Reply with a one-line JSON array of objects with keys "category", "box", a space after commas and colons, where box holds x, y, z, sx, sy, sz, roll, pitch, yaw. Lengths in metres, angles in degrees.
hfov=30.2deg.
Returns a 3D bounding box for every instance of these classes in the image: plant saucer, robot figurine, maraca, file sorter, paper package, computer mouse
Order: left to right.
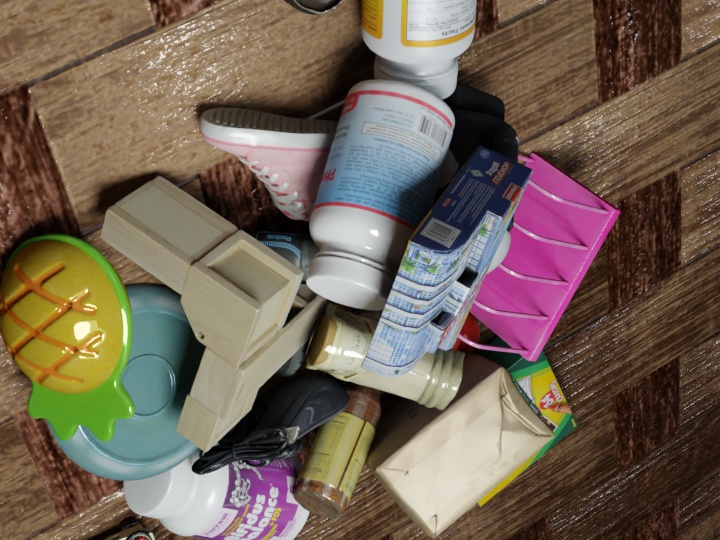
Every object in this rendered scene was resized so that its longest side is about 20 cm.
[{"category": "maraca", "box": [-0.270, 0.064, 1.235, 0.107, 0.137, 0.200, -34, 119, -63]}, {"category": "plant saucer", "box": [-0.218, 0.114, 1.335, 0.200, 0.027, 0.201, -4, 97, -32]}, {"category": "computer mouse", "box": [-0.083, 0.152, 1.418, 0.200, 0.138, 0.053, -29, 100, -57]}, {"category": "paper package", "box": [0.102, 0.191, 1.529, 0.191, 0.200, 0.104, -40, 96, -4]}, {"category": "robot figurine", "box": [0.099, -0.089, 1.381, 0.150, 0.124, 0.200, 73, 22, -73]}, {"category": "file sorter", "box": [0.162, -0.023, 1.495, 0.125, 0.139, 0.200, 9, 114, -46]}]

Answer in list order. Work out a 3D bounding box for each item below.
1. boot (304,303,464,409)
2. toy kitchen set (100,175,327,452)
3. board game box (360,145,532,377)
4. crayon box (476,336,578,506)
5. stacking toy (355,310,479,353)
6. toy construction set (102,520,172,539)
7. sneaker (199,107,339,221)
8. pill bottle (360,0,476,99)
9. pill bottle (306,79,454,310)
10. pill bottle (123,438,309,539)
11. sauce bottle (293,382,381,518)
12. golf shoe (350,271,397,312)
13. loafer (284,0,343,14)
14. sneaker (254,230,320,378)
[{"category": "boot", "box": [0.026, 0.090, 1.389, 0.155, 0.200, 0.073, 18, 87, -4]}, {"category": "toy kitchen set", "box": [-0.147, 0.026, 1.314, 0.163, 0.180, 0.200, -42, 161, -48]}, {"category": "board game box", "box": [0.075, 0.015, 1.247, 0.200, 0.062, 0.200, -52, 165, -52]}, {"category": "crayon box", "box": [0.178, 0.190, 1.725, 0.172, 0.058, 0.200, -39, 136, -8]}, {"category": "stacking toy", "box": [0.071, 0.077, 1.540, 0.200, 0.085, 0.086, -8, 126, -50]}, {"category": "toy construction set", "box": [-0.268, 0.354, 1.481, 0.200, 0.092, 0.131, -26, 109, -30]}, {"category": "sneaker", "box": [-0.078, -0.098, 1.310, 0.200, 0.075, 0.105, 1, 114, -43]}, {"category": "pill bottle", "box": [0.056, -0.266, 1.267, 0.111, 0.111, 0.200, -19, 130, -26]}, {"category": "pill bottle", "box": [0.015, -0.070, 1.258, 0.109, 0.109, 0.200, 35, 65, -46]}, {"category": "pill bottle", "box": [-0.158, 0.241, 1.469, 0.200, 0.112, 0.112, 20, 107, -44]}, {"category": "sauce bottle", "box": [-0.013, 0.180, 1.510, 0.200, 0.066, 0.066, -65, 146, -32]}, {"category": "golf shoe", "box": [0.000, 0.000, 1.419, 0.097, 0.078, 0.200, -34, 154, 3]}, {"category": "loafer", "box": [-0.061, -0.299, 1.182, 0.073, 0.071, 0.200, -41, 136, -6]}, {"category": "sneaker", "box": [-0.084, 0.032, 1.418, 0.082, 0.073, 0.200, 12, 131, -1]}]
